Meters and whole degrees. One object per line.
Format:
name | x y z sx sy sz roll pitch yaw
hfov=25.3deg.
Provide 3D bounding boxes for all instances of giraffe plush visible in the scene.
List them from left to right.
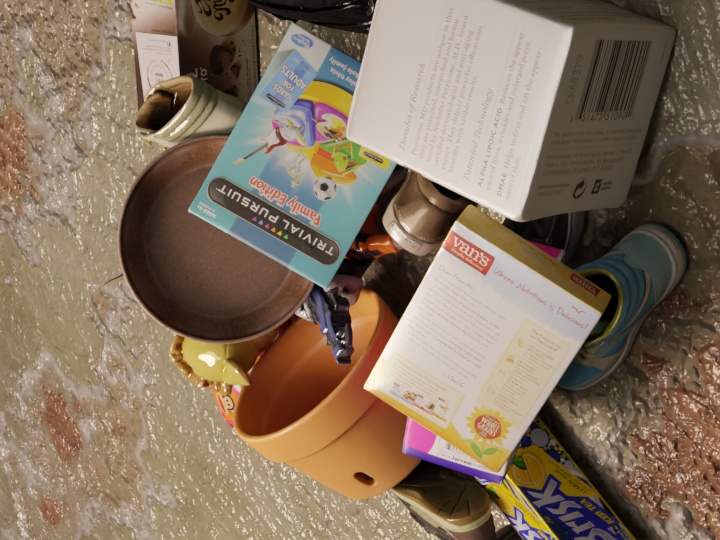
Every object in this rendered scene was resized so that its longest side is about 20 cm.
giraffe plush | -0.152 0.042 1.666 0.199 0.173 0.163 -28 97 10

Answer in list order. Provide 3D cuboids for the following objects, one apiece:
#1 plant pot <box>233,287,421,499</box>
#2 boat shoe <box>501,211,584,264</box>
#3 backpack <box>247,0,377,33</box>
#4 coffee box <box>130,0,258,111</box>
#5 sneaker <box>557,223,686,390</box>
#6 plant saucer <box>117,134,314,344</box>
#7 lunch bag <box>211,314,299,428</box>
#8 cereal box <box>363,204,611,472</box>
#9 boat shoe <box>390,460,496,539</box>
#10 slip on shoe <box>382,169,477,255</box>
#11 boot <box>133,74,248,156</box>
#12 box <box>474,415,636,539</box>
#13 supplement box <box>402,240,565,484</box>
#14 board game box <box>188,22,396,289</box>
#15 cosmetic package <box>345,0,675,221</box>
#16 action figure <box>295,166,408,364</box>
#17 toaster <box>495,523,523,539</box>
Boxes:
plant pot | -0.012 0.137 1.635 0.199 0.201 0.140 -15 126 48
boat shoe | 0.148 -0.014 1.493 0.070 0.066 0.201 40 131 27
backpack | -0.020 -0.295 1.474 0.199 0.175 0.155 3 91 46
coffee box | -0.175 -0.251 1.695 0.080 0.113 0.201 19 119 41
sneaker | 0.195 0.049 1.423 0.080 0.130 0.201 43 133 19
plant saucer | -0.135 -0.029 1.559 0.037 0.199 0.202 160 88 -83
lunch bag | -0.101 0.071 1.783 0.176 0.082 0.201 -16 93 43
cereal box | 0.105 0.061 1.366 0.143 0.040 0.201 33 124 6
boat shoe | 0.080 0.238 1.633 0.201 0.071 0.066 25 136 67
slip on shoe | 0.076 -0.079 1.460 0.076 0.200 0.061 41 118 1
boot | -0.164 -0.128 1.623 0.200 0.154 0.073 -27 56 47
box | 0.181 0.222 1.547 0.200 0.070 0.064 52 155 18
supplement box | 0.111 0.075 1.457 0.101 0.103 0.201 17 123 12
board game box | -0.049 -0.107 1.511 0.150 0.047 0.201 29 91 -7
cosmetic package | 0.125 -0.158 1.364 0.199 0.164 0.166 28 113 36
action figure | 0.000 0.000 1.589 0.193 0.104 0.201 -40 53 33
toaster | 0.126 0.340 1.619 0.114 0.129 0.200 53 136 14
